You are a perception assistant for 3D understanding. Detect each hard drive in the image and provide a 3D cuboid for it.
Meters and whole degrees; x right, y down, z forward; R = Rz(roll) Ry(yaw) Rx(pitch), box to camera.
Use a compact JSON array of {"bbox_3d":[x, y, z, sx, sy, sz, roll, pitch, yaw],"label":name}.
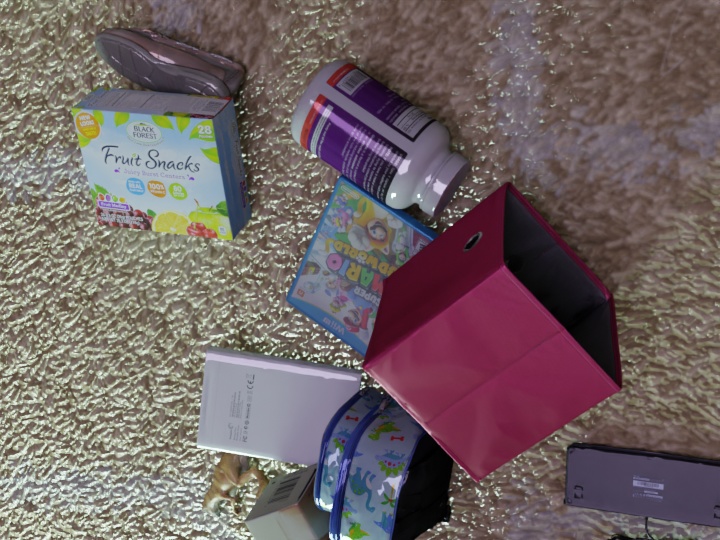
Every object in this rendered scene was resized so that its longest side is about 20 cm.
[{"bbox_3d":[-0.103,0.175,1.558,0.197,0.027,0.134,9,104,3],"label":"hard drive"}]

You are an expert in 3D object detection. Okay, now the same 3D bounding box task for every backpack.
[{"bbox_3d":[0.027,0.241,1.456,0.145,0.200,0.185,14,107,18],"label":"backpack"}]

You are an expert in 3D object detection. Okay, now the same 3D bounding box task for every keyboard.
[{"bbox_3d":[0.337,0.274,1.440,0.198,0.021,0.129,5,98,21],"label":"keyboard"}]

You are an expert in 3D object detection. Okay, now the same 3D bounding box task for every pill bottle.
[{"bbox_3d":[0.024,-0.148,1.418,0.199,0.112,0.113,35,112,11],"label":"pill bottle"}]

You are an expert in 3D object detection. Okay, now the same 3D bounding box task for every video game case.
[{"bbox_3d":[0.000,0.000,1.487,0.142,0.018,0.201,34,126,11],"label":"video game case"}]

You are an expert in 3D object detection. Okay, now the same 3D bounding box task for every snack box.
[{"bbox_3d":[-0.245,-0.134,1.527,0.197,0.068,0.170,7,124,19],"label":"snack box"}]

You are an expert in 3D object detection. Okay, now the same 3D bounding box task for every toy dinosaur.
[{"bbox_3d":[-0.162,0.256,1.611,0.105,0.060,0.202,27,110,15],"label":"toy dinosaur"}]

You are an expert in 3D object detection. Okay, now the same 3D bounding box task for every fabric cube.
[{"bbox_3d":[0.146,0.065,1.346,0.199,0.197,0.200,-37,108,26],"label":"fabric cube"}]

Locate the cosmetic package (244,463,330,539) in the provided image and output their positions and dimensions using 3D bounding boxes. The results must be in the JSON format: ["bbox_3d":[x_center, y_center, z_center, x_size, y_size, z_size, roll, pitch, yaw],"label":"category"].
[{"bbox_3d":[-0.050,0.359,1.548,0.086,0.104,0.202,-21,106,25],"label":"cosmetic package"}]

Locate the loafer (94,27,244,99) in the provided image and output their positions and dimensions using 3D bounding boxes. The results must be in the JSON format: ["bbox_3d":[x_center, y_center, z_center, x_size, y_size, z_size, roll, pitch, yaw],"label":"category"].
[{"bbox_3d":[-0.236,-0.260,1.532,0.198,0.063,0.072,25,148,16],"label":"loafer"}]
